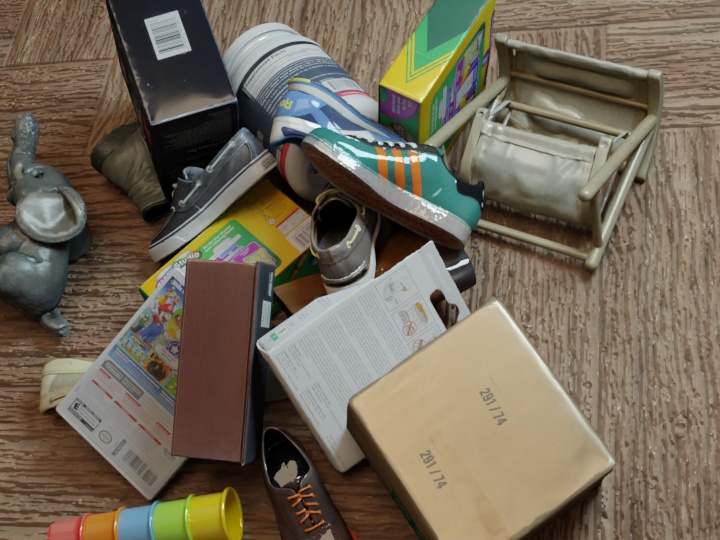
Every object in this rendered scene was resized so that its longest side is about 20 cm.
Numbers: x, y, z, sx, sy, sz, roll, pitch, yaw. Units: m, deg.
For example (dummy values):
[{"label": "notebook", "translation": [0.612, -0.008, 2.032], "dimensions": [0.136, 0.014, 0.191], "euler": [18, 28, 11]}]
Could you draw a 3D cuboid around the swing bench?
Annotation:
[{"label": "swing bench", "translation": [0.205, -0.136, 1.395], "dimensions": [0.197, 0.130, 0.201], "euler": [19, 58, 27]}]

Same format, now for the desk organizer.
[{"label": "desk organizer", "translation": [-0.138, 0.089, 1.278], "dimensions": [0.076, 0.072, 0.202], "euler": [4, 88, 9]}]

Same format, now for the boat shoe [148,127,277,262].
[{"label": "boat shoe", "translation": [-0.184, -0.087, 1.456], "dimensions": [0.200, 0.068, 0.072], "euler": [-39, 4, 28]}]

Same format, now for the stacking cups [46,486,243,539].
[{"label": "stacking cups", "translation": [-0.221, 0.262, 1.281], "dimensions": [0.198, 0.061, 0.061], "euler": [-9, 55, 9]}]

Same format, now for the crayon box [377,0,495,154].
[{"label": "crayon box", "translation": [0.083, -0.203, 1.422], "dimensions": [0.058, 0.201, 0.173], "euler": [28, 66, 15]}]

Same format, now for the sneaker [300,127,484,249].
[{"label": "sneaker", "translation": [0.036, -0.102, 1.304], "dimensions": [0.199, 0.071, 0.080], "euler": [30, 74, -8]}]

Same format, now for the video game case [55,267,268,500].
[{"label": "video game case", "translation": [-0.206, 0.119, 1.330], "dimensions": [0.143, 0.018, 0.200], "euler": [41, 93, 8]}]

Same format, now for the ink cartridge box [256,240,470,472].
[{"label": "ink cartridge box", "translation": [0.018, 0.083, 1.275], "dimensions": [0.199, 0.162, 0.050], "euler": [-35, 24, -11]}]

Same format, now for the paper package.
[{"label": "paper package", "translation": [0.110, 0.163, 1.199], "dimensions": [0.190, 0.104, 0.201], "euler": [-33, 73, -7]}]

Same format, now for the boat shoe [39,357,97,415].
[{"label": "boat shoe", "translation": [-0.257, 0.130, 1.380], "dimensions": [0.198, 0.072, 0.066], "euler": [-2, 68, 14]}]

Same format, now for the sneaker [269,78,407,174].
[{"label": "sneaker", "translation": [-0.009, -0.122, 1.360], "dimensions": [0.199, 0.074, 0.083], "euler": [32, 77, -5]}]

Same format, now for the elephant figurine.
[{"label": "elephant figurine", "translation": [-0.375, -0.058, 1.491], "dimensions": [0.141, 0.155, 0.201], "euler": [17, 70, 50]}]

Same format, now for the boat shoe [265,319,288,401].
[{"label": "boat shoe", "translation": [-0.067, 0.085, 1.367], "dimensions": [0.198, 0.073, 0.063], "euler": [-18, 27, 4]}]

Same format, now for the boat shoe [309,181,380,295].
[{"label": "boat shoe", "translation": [-0.020, -0.050, 1.338], "dimensions": [0.071, 0.060, 0.201], "euler": [-16, 33, 11]}]

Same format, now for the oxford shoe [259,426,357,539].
[{"label": "oxford shoe", "translation": [-0.055, 0.242, 1.241], "dimensions": [0.071, 0.073, 0.201], "euler": [-29, 54, -6]}]

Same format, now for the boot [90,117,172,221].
[{"label": "boot", "translation": [-0.226, -0.155, 1.576], "dimensions": [0.130, 0.068, 0.200], "euler": [39, 75, 22]}]

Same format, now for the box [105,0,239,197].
[{"label": "box", "translation": [-0.216, -0.221, 1.474], "dimensions": [0.103, 0.182, 0.202], "euler": [-18, 69, -10]}]

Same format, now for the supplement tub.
[{"label": "supplement tub", "translation": [-0.069, -0.188, 1.495], "dimensions": [0.140, 0.141, 0.200], "euler": [-35, 54, -10]}]

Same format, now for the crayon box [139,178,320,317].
[{"label": "crayon box", "translation": [-0.136, 0.002, 1.436], "dimensions": [0.200, 0.058, 0.119], "euler": [-42, 56, -14]}]

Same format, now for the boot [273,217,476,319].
[{"label": "boot", "translation": [0.000, 0.000, 1.366], "dimensions": [0.198, 0.069, 0.189], "euler": [-22, 45, -10]}]
